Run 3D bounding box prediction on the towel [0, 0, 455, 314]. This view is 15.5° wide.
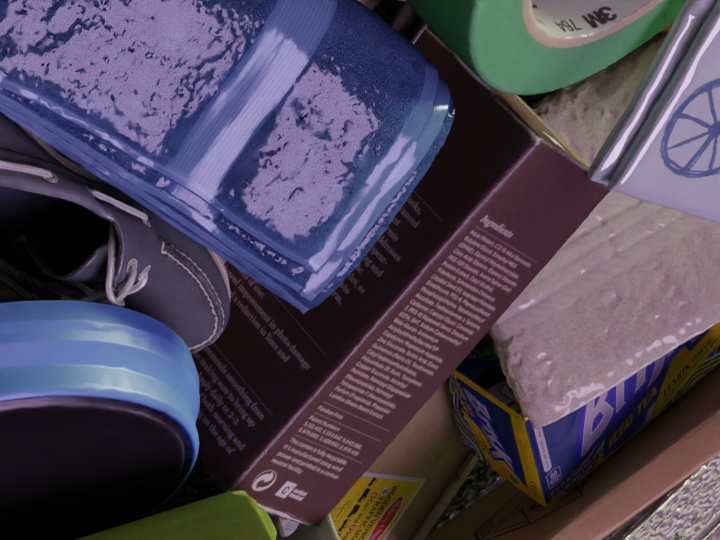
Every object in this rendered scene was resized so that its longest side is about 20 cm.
[{"bbox_3d":[-0.058,-0.075,0.991,0.200,0.049,0.112,35,95,-32],"label":"towel"}]

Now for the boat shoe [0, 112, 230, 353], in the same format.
[{"bbox_3d":[-0.117,-0.007,1.026,0.073,0.062,0.200,-35,137,15],"label":"boat shoe"}]

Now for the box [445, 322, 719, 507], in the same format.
[{"bbox_3d":[0.135,0.020,1.279,0.200,0.064,0.070,-37,137,-20],"label":"box"}]

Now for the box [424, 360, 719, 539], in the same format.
[{"bbox_3d":[0.112,0.104,1.304,0.200,0.021,0.163,-36,-174,1],"label":"box"}]

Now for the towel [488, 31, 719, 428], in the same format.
[{"bbox_3d":[0.130,-0.033,1.209,0.200,0.133,0.034,-30,-177,-11],"label":"towel"}]

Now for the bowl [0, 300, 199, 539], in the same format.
[{"bbox_3d":[-0.158,0.077,1.050,0.200,0.039,0.201,-15,155,-7],"label":"bowl"}]

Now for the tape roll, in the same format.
[{"bbox_3d":[0.104,-0.157,1.018,0.200,0.048,0.201,-35,156,-18],"label":"tape roll"}]

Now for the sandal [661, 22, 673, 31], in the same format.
[{"bbox_3d":[0.160,-0.147,1.165,0.206,0.059,0.079,-19,138,-28],"label":"sandal"}]

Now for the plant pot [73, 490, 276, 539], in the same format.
[{"bbox_3d":[-0.102,0.182,1.061,0.189,0.200,0.200,-25,141,-7],"label":"plant pot"}]

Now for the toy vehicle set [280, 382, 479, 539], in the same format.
[{"bbox_3d":[-0.012,0.114,1.297,0.124,0.027,0.200,12,118,-48],"label":"toy vehicle set"}]

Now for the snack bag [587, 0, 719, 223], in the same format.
[{"bbox_3d":[0.209,-0.101,1.122,0.188,0.021,0.200,13,115,-40],"label":"snack bag"}]

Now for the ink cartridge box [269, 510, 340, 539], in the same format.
[{"bbox_3d":[-0.075,0.180,1.203,0.200,0.116,0.068,-40,114,7],"label":"ink cartridge box"}]

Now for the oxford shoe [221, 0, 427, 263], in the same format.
[{"bbox_3d":[-0.038,-0.056,1.079,0.075,0.058,0.200,13,119,-50],"label":"oxford shoe"}]

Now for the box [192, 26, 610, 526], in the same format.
[{"bbox_3d":[0.000,0.000,1.134,0.200,0.100,0.075,-49,143,11],"label":"box"}]
